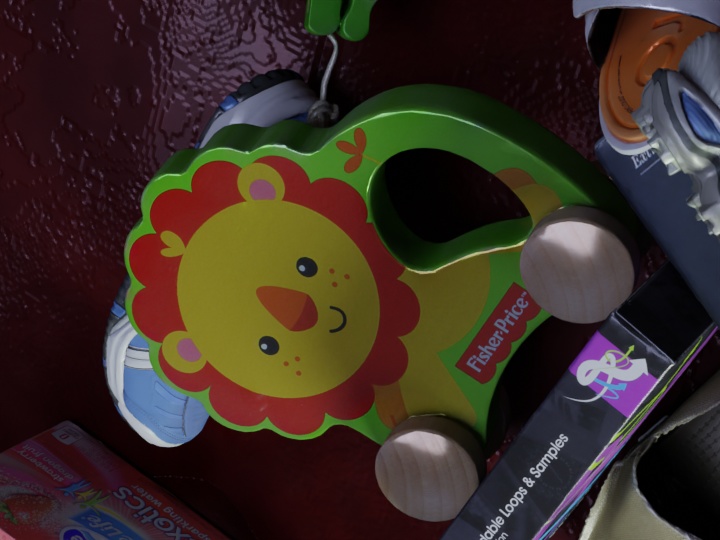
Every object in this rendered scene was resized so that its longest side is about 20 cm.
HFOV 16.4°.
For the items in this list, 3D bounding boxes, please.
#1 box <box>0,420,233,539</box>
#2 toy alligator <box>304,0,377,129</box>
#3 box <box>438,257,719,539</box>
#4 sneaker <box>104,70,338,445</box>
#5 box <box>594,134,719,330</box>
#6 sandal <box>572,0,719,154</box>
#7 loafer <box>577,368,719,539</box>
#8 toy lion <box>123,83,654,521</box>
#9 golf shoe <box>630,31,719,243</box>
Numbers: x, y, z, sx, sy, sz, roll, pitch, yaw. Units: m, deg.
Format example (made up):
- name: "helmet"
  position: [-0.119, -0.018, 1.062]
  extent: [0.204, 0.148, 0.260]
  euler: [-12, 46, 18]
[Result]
- name: "box"
  position: [-0.118, 0.178, 1.248]
  extent: [0.200, 0.102, 0.095]
  euler: [33, 122, 22]
- name: "toy alligator"
  position: [0.003, -0.143, 1.074]
  extent: [0.054, 0.059, 0.201]
  euler: [-1, 95, -7]
- name: "box"
  position: [0.092, 0.067, 1.028]
  extent: [0.036, 0.143, 0.200]
  euler: [41, 126, 8]
- name: "sneaker"
  position: [-0.057, 0.009, 1.151]
  extent: [0.077, 0.076, 0.201]
  euler: [40, 125, 23]
- name: "box"
  position: [0.214, -0.018, 0.933]
  extent: [0.148, 0.107, 0.200]
  euler: [-40, 81, 38]
- name: "sandal"
  position: [0.112, -0.140, 0.925]
  extent: [0.059, 0.208, 0.079]
  euler: [28, 154, -26]
- name: "loafer"
  position: [0.136, 0.099, 1.054]
  extent: [0.076, 0.067, 0.200]
  euler: [40, 125, 19]
- name: "toy lion"
  position: [0.000, 0.000, 1.062]
  extent: [0.191, 0.069, 0.200]
  euler: [34, 122, -1]
- name: "golf shoe"
  position: [0.181, -0.004, 0.848]
  extent: [0.097, 0.078, 0.200]
  euler: [-34, 104, 4]
